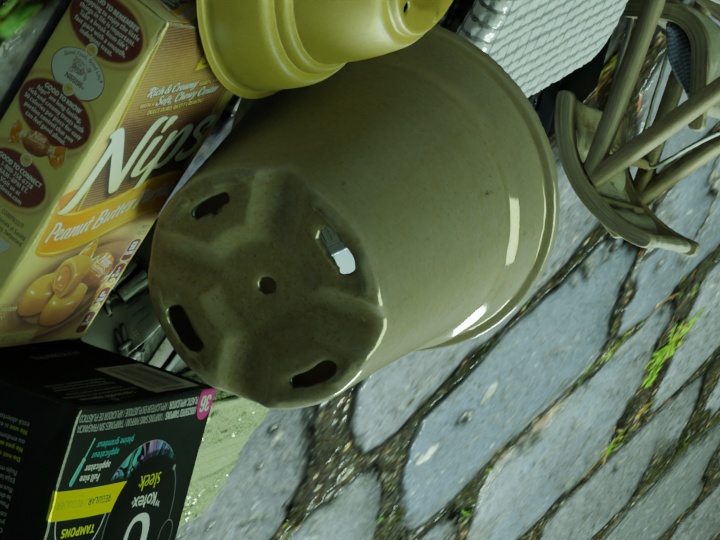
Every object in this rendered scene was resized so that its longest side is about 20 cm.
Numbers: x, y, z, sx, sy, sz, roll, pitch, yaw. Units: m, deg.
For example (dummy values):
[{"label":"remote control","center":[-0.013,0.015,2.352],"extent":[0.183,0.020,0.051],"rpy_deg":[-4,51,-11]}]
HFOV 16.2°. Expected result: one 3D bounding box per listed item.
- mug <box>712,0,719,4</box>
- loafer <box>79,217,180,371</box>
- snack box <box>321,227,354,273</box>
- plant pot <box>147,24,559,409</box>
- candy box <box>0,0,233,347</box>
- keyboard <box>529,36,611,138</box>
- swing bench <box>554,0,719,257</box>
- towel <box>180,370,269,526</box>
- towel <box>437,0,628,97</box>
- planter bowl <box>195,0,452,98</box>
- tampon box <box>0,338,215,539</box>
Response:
[{"label":"mug","center":[0.305,-0.276,1.732],"extent":[0.149,0.187,0.153],"rpy_deg":[-97,-166,-51]},{"label":"loafer","center":[-0.157,0.049,1.420],"extent":[0.200,0.072,0.063],"rpy_deg":[-51,155,5]},{"label":"snack box","center":[0.000,0.000,1.637],"extent":[0.142,0.053,0.200],"rpy_deg":[-25,158,-2]},{"label":"plant pot","center":[-0.016,-0.020,1.354],"extent":[0.200,0.200,0.183],"rpy_deg":[-62,170,28]},{"label":"candy box","center":[-0.139,-0.055,1.284],"extent":[0.200,0.055,0.115],"rpy_deg":[-56,162,16]},{"label":"keyboard","center":[0.147,-0.161,1.794],"extent":[0.127,0.021,0.200],"rpy_deg":[-47,161,-31]},{"label":"swing bench","center":[0.236,-0.121,1.878],"extent":[0.200,0.130,0.199],"rpy_deg":[-53,165,8]},{"label":"towel","center":[-0.133,0.129,1.665],"extent":[0.200,0.036,0.148],"rpy_deg":[-20,145,-57]},{"label":"towel","center":[0.096,-0.178,1.554],"extent":[0.200,0.086,0.166],"rpy_deg":[-33,158,-40]},{"label":"planter bowl","center":[0.004,-0.171,1.262],"extent":[0.200,0.083,0.200],"rpy_deg":[-48,148,-43]},{"label":"tampon box","center":[-0.183,0.141,1.303],"extent":[0.150,0.126,0.200],"rpy_deg":[-6,111,-66]}]
